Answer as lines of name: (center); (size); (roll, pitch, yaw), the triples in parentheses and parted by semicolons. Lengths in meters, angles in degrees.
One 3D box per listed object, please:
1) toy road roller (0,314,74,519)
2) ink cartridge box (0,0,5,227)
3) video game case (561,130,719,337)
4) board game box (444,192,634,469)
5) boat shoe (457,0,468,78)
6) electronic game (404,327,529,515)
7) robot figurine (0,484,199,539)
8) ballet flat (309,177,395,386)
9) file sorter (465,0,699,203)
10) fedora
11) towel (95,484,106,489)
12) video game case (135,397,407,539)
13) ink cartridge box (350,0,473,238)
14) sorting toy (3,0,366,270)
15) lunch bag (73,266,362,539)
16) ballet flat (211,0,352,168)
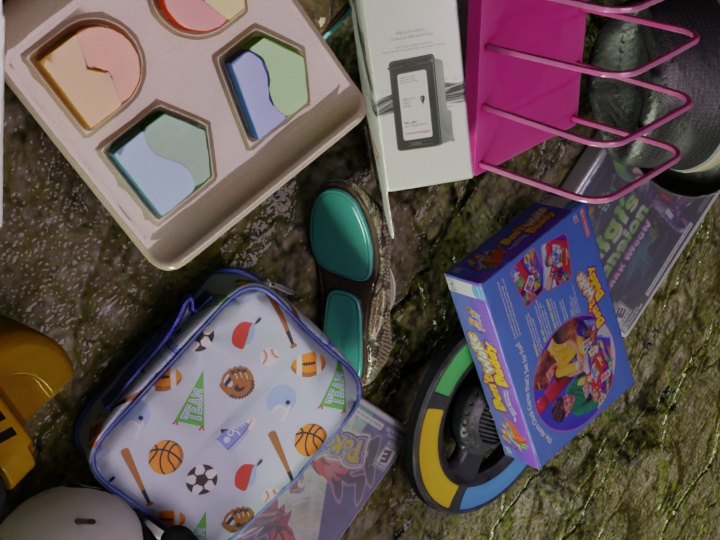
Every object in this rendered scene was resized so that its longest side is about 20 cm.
toy road roller: (-0.275, 0.064, 0.850); (0.146, 0.123, 0.200); (-48, 135, -28)
ink cartridge box: (-0.265, -0.124, 0.789); (0.109, 0.050, 0.200); (-1, 113, -21)
video game case: (0.252, -0.056, 1.258); (0.182, 0.023, 0.200); (33, 90, -43)
board game box: (0.160, 0.052, 1.175); (0.134, 0.045, 0.200); (-36, 122, -27)
boat shoe: (0.093, -0.228, 1.016); (0.072, 0.069, 0.200); (2, 111, -38)
electronic game: (0.114, 0.127, 1.216); (0.200, 0.042, 0.200); (-21, 121, -38)
robot figurine: (-0.188, 0.241, 0.973); (0.150, 0.125, 0.200); (-47, 134, -24)
ballet flat: (0.000, 0.000, 1.072); (0.075, 0.068, 0.200); (-42, 141, -43)
file sorter: (0.167, -0.167, 0.978); (0.139, 0.125, 0.200); (-28, 129, -42)
fedora: (0.242, -0.154, 1.094); (0.092, 0.201, 0.201); (-10, 118, -31)
towel: (-0.243, 0.269, 1.042); (0.147, 0.022, 0.200); (-22, 125, -28)
video game case: (-0.067, 0.170, 1.124); (0.200, 0.023, 0.182); (37, 88, -43)
ink cartridge box: (0.036, -0.138, 0.975); (0.068, 0.116, 0.200); (-9, 121, -2)
sorting toy: (-0.115, -0.128, 0.871); (0.185, 0.036, 0.200); (-40, 108, -10)
lunch bag: (-0.106, 0.099, 1.009); (0.200, 0.076, 0.160); (-48, 115, -4)
ballet flat: (-0.088, -0.132, 0.935); (0.200, 0.071, 0.071); (-52, 133, -4)
